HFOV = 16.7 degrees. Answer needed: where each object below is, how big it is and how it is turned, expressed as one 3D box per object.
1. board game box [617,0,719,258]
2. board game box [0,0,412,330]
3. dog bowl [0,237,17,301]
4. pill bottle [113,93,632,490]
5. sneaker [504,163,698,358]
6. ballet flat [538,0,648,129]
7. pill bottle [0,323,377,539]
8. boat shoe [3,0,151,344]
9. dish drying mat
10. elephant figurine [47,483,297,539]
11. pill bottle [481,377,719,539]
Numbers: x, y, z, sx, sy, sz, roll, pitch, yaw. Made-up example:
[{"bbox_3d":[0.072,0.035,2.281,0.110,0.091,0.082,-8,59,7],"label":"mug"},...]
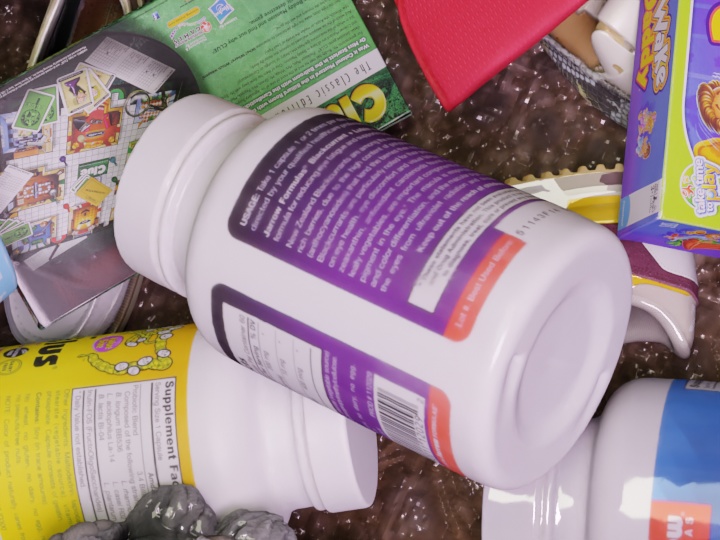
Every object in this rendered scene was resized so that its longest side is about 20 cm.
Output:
[{"bbox_3d":[0.188,-0.102,1.061,0.133,0.045,0.202,10,77,-17],"label":"board game box"},{"bbox_3d":[-0.084,-0.068,1.102,0.199,0.023,0.105,-30,97,-16],"label":"board game box"},{"bbox_3d":[-0.200,-0.023,1.088,0.049,0.200,0.112,-30,98,-13],"label":"dog bowl"},{"bbox_3d":[0.000,0.000,0.993,0.199,0.111,0.112,25,82,29],"label":"pill bottle"},{"bbox_3d":[0.048,0.015,1.078,0.198,0.075,0.091,-12,69,10],"label":"sneaker"},{"bbox_3d":[0.105,-0.120,1.103,0.200,0.072,0.072,41,87,18],"label":"ballet flat"},{"bbox_3d":[-0.096,0.078,1.078,0.198,0.104,0.105,-7,75,10],"label":"pill bottle"},{"bbox_3d":[-0.134,-0.058,1.139,0.074,0.068,0.202,3,78,12],"label":"boat shoe"},{"bbox_3d":[0.094,-0.157,1.053,0.200,0.018,0.077,-38,62,26],"label":"dish drying mat"},{"bbox_3d":[-0.084,0.164,0.936,0.140,0.200,0.156,-16,99,5],"label":"elephant figurine"},{"bbox_3d":[0.154,0.103,1.013,0.198,0.112,0.113,2,77,13],"label":"pill bottle"}]
